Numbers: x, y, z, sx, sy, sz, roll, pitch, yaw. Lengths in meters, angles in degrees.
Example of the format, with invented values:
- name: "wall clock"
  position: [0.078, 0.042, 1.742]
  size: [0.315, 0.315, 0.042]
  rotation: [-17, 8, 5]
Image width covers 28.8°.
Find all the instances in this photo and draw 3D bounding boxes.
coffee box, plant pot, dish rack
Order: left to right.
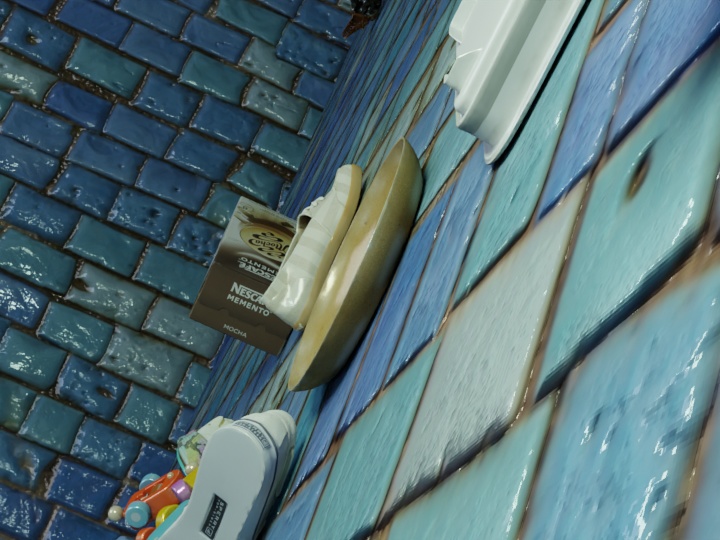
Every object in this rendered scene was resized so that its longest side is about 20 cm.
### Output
- name: "coffee box"
  position: [-0.118, 0.003, 1.631]
  size: [0.200, 0.113, 0.080]
  rotation: [-80, 16, -65]
- name: "plant pot"
  position: [0.000, 0.000, 1.016]
  size: [0.200, 0.027, 0.201]
  rotation: [-155, 90, -85]
- name: "dish rack"
  position: [0.092, -0.163, 0.778]
  size: [0.200, 0.043, 0.172]
  rotation: [-78, 12, -68]

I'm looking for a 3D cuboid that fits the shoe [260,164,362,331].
- name: "shoe"
  position: [-0.046, -0.034, 1.425]
  size: [0.070, 0.053, 0.201]
  rotation: [124, 169, -58]

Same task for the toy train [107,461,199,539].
- name: "toy train"
  position: [-0.164, 0.226, 1.242]
  size: [0.150, 0.056, 0.200]
  rotation: [-32, 13, 11]

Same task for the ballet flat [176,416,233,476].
- name: "ballet flat"
  position: [-0.163, 0.194, 1.550]
  size: [0.071, 0.069, 0.200]
  rotation: [-46, 4, -5]

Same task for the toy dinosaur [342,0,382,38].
- name: "toy dinosaur"
  position: [0.016, -0.565, 2.935]
  size: [0.136, 0.101, 0.201]
  rotation: [82, -170, -56]

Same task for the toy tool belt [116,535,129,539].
- name: "toy tool belt"
  position: [-0.216, 0.295, 1.281]
  size: [0.200, 0.122, 0.125]
  rotation: [-100, 35, -80]

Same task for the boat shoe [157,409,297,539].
- name: "boat shoe"
  position: [-0.099, 0.183, 1.034]
  size: [0.070, 0.071, 0.201]
  rotation: [-24, -37, -55]
